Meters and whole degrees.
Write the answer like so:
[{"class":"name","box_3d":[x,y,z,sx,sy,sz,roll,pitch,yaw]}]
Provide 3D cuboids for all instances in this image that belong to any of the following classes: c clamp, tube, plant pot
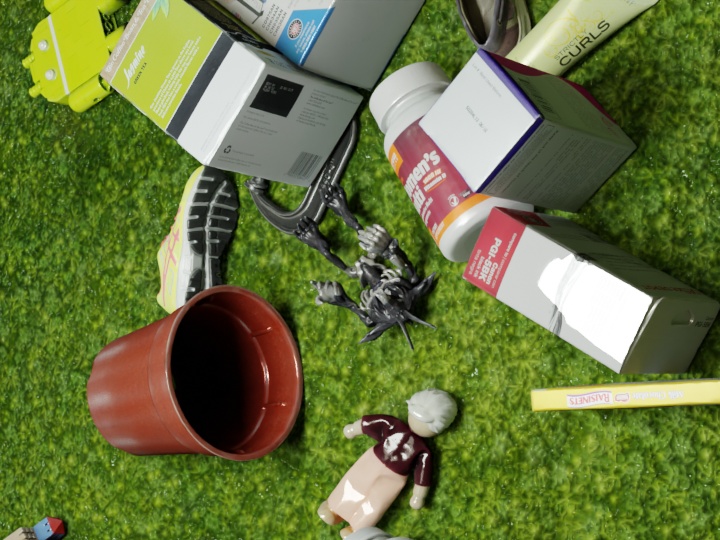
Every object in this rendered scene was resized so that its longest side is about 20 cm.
[{"class":"c clamp","box_3d":[-0.081,-0.150,1.764,0.171,0.027,0.200,26,100,31]},{"class":"tube","box_3d":[0.208,-0.241,1.534,0.200,0.058,0.052,-42,47,25]},{"class":"plant pot","box_3d":[-0.206,0.133,1.737,0.195,0.201,0.201,-15,77,44]}]

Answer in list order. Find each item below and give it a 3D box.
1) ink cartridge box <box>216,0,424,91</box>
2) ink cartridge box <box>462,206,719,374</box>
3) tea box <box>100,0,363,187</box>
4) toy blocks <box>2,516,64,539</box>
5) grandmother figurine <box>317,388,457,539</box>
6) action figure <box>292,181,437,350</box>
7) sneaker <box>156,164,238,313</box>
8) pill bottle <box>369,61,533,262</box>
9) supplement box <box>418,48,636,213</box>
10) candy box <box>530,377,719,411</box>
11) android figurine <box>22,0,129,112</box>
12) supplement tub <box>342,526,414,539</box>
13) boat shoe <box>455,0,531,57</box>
[{"class":"ink cartridge box","box_3d":[-0.054,-0.327,1.681,0.200,0.145,0.147,41,110,32]},{"class":"ink cartridge box","box_3d":[0.223,0.020,1.438,0.200,0.147,0.083,33,106,35]},{"class":"tea box","box_3d":[-0.144,-0.209,1.675,0.197,0.200,0.134,41,106,29]},{"class":"toy blocks","box_3d":[-0.403,0.402,1.923,0.137,0.100,0.200,-36,66,16]},{"class":"grandmother figurine","box_3d":[0.033,0.206,1.626,0.121,0.061,0.200,40,109,3]},{"class":"action figure","box_3d":[0.000,0.000,1.639,0.119,0.102,0.200,-47,59,11]},{"class":"sneaker","box_3d":[-0.213,-0.035,1.820,0.090,0.078,0.200,12,91,44]},{"class":"pill bottle","box_3d":[0.092,-0.117,1.573,0.110,0.109,0.200,-42,63,27]},{"class":"supplement box","box_3d":[0.168,-0.134,1.462,0.103,0.200,0.101,-50,59,24]},{"class":"candy box","box_3d":[0.275,0.119,1.418,0.200,0.102,0.026,-7,87,37]},{"class":"android figurine","box_3d":[-0.381,-0.302,1.994,0.200,0.041,0.182,-25,72,31]},{"class":"supplement tub","box_3d":[0.058,0.367,1.532,0.200,0.145,0.146,28,102,35]},{"class":"boat shoe","box_3d":[0.129,-0.319,1.592,0.072,0.065,0.200,-23,72,34]}]
